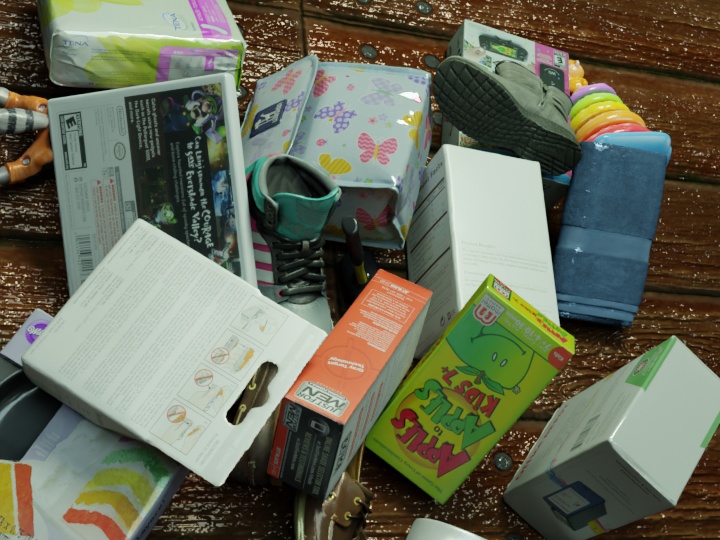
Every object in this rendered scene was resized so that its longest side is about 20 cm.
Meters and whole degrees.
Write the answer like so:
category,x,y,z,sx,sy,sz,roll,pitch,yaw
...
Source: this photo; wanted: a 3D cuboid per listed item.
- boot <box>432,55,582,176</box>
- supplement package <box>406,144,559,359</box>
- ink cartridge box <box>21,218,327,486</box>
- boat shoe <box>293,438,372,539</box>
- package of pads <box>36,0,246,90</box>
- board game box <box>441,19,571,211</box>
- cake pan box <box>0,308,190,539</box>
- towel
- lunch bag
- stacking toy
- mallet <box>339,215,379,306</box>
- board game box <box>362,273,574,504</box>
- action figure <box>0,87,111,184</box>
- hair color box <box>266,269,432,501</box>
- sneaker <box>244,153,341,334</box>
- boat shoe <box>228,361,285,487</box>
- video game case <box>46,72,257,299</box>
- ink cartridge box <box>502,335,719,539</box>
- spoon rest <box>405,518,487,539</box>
category,x,y,z,sx,sy,sz,roll,pitch,yaw
boot,0.157,-0.191,1.156,0.199,0.068,0.131,29,35,-23
supplement package,0.123,-0.013,1.108,0.116,0.117,0.201,8,62,-19
ink cartridge box,-0.152,0.069,0.869,0.199,0.050,0.161,31,64,11
boat shoe,-0.023,0.210,0.951,0.067,0.072,0.201,-3,60,7
package of pads,-0.228,-0.247,1.087,0.199,0.068,0.155,-1,40,-22
board game box,0.174,-0.185,1.251,0.147,0.064,0.201,14,61,-15
cake pan box,-0.250,0.153,0.876,0.199,0.052,0.185,31,64,11
towel,0.274,-0.040,1.177,0.111,0.049,0.201,10,94,-15
lunch bag,-0.036,-0.127,1.091,0.199,0.127,0.170,8,56,14
stacking toy,0.287,-0.185,1.288,0.109,0.116,0.201,-3,52,-18
mallet,0.000,0.000,1.014,0.041,0.200,0.066,-16,79,-1
board game box,0.100,0.114,0.993,0.101,0.200,0.048,37,19,-1
action figure,-0.278,-0.110,1.007,0.192,0.105,0.201,-6,63,-14
hair color box,-0.006,0.097,0.938,0.061,0.102,0.200,23,38,12
sneaker,-0.056,-0.024,0.952,0.083,0.121,0.201,-13,70,-34
boat shoe,-0.088,0.106,0.988,0.070,0.071,0.201,5,51,9
video game case,-0.189,-0.065,0.948,0.181,0.023,0.201,-5,93,16
ink cartridge box,0.244,0.171,1.016,0.087,0.200,0.145,43,56,-1
spoon rest,0.137,0.296,0.990,0.199,0.061,0.100,30,57,-4
